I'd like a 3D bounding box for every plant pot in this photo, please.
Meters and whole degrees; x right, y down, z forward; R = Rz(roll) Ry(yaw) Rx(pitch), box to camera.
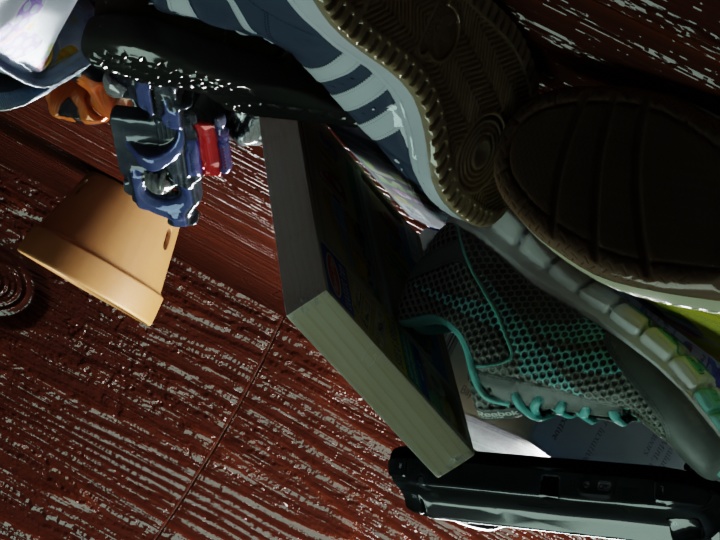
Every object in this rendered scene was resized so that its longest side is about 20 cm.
[{"bbox_3d":[-0.328,-0.037,2.173,0.199,0.141,0.200,28,173,4],"label":"plant pot"}]

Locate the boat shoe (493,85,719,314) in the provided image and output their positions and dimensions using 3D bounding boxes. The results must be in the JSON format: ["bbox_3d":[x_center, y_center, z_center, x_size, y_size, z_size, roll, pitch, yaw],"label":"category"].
[{"bbox_3d":[0.143,-0.011,0.616,0.202,0.075,0.075,24,178,35],"label":"boat shoe"}]

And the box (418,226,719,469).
[{"bbox_3d":[0.131,0.074,0.981,0.200,0.105,0.184,34,171,-32],"label":"box"}]

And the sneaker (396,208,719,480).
[{"bbox_3d":[0.098,0.045,0.809,0.200,0.091,0.078,42,-175,30],"label":"sneaker"}]

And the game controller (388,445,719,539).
[{"bbox_3d":[0.112,0.118,0.864,0.199,0.042,0.104,0,167,40],"label":"game controller"}]

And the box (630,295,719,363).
[{"bbox_3d":[0.186,0.018,0.764,0.200,0.049,0.117,31,174,-38],"label":"box"}]

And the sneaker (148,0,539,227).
[{"bbox_3d":[-0.007,-0.091,0.644,0.108,0.070,0.200,20,163,34],"label":"sneaker"}]

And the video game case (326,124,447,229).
[{"bbox_3d":[0.085,-0.030,0.936,0.199,0.023,0.182,27,173,25],"label":"video game case"}]

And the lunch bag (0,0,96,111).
[{"bbox_3d":[-0.193,-0.158,0.725,0.169,0.128,0.200,31,180,6],"label":"lunch bag"}]

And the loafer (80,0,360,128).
[{"bbox_3d":[-0.040,-0.106,0.725,0.073,0.072,0.200,9,180,27],"label":"loafer"}]

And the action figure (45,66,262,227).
[{"bbox_3d":[-0.129,-0.127,0.968,0.192,0.105,0.200,22,148,5],"label":"action figure"}]

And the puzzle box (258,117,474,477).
[{"bbox_3d":[0.000,0.000,0.877,0.133,0.025,0.201,48,-163,-32],"label":"puzzle box"}]
